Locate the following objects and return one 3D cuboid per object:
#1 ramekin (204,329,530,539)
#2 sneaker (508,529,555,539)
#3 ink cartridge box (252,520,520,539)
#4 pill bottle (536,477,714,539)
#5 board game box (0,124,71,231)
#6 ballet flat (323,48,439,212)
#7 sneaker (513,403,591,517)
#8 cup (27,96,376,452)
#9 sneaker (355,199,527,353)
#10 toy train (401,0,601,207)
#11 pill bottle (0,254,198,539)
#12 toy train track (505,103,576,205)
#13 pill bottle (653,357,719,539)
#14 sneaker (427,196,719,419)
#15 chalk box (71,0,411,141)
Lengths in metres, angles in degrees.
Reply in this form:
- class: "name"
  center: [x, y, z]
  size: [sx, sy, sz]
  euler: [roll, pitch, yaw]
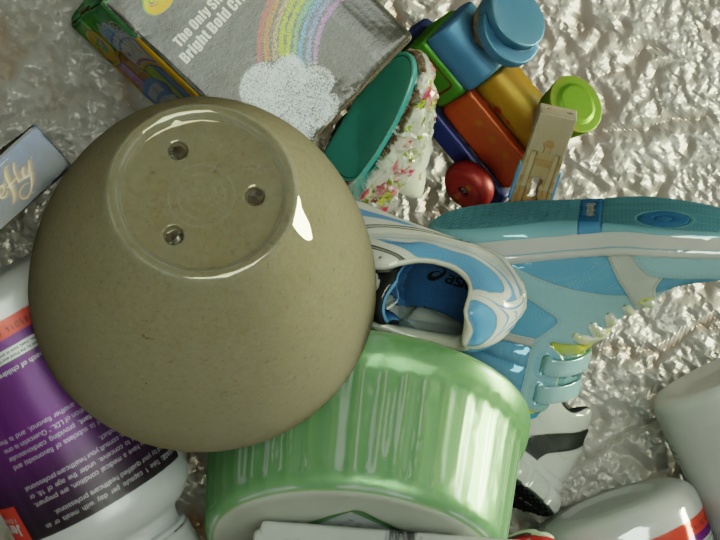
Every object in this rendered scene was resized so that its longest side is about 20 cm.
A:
- class: "ramekin"
  center: [0.000, 0.125, 1.577]
  size: [0.200, 0.200, 0.098]
  euler: [15, 58, -15]
- class: "sneaker"
  center: [0.080, 0.252, 1.588]
  size: [0.077, 0.085, 0.201]
  euler: [16, 82, -12]
- class: "ink cartridge box"
  center: [0.032, 0.227, 1.487]
  size: [0.199, 0.084, 0.145]
  euler: [4, 47, 6]
- class: "pill bottle"
  center: [0.190, 0.240, 1.684]
  size: [0.112, 0.112, 0.200]
  euler: [-21, 94, -15]
- class: "board game box"
  center: [-0.263, -0.002, 1.551]
  size: [0.200, 0.135, 0.035]
  euler: [-43, 98, -13]
- class: "ballet flat"
  center: [0.000, -0.047, 1.643]
  size: [0.064, 0.076, 0.200]
  euler: [22, 112, -33]
- class: "sneaker"
  center: [0.065, 0.071, 1.675]
  size: [0.200, 0.074, 0.080]
  euler: [41, 72, -25]
- class: "cup"
  center: [-0.088, -0.016, 1.451]
  size: [0.200, 0.143, 0.201]
  euler: [1, 69, -2]
- class: "sneaker"
  center: [0.000, 0.000, 1.566]
  size: [0.200, 0.072, 0.072]
  euler: [14, 108, 25]
- class: "toy train"
  center: [0.111, -0.083, 1.659]
  size: [0.200, 0.116, 0.085]
  euler: [50, 53, -9]
- class: "pill bottle"
  center: [-0.178, 0.095, 1.576]
  size: [0.112, 0.112, 0.200]
  euler: [-30, 96, -15]
- class: "toy train track"
  center: [0.098, -0.026, 1.655]
  size: [0.114, 0.033, 0.200]
  euler: [12, 129, -5]
- class: "pill bottle"
  center: [0.278, 0.152, 1.710]
  size: [0.114, 0.114, 0.200]
  euler: [-25, 95, -15]
- class: "sneaker"
  center: [0.143, 0.026, 1.601]
  size: [0.199, 0.080, 0.131]
  euler: [0, 106, 15]
- class: "chalk box"
  center: [-0.091, -0.164, 1.612]
  size: [0.200, 0.124, 0.124]
  euler: [44, 79, -9]
